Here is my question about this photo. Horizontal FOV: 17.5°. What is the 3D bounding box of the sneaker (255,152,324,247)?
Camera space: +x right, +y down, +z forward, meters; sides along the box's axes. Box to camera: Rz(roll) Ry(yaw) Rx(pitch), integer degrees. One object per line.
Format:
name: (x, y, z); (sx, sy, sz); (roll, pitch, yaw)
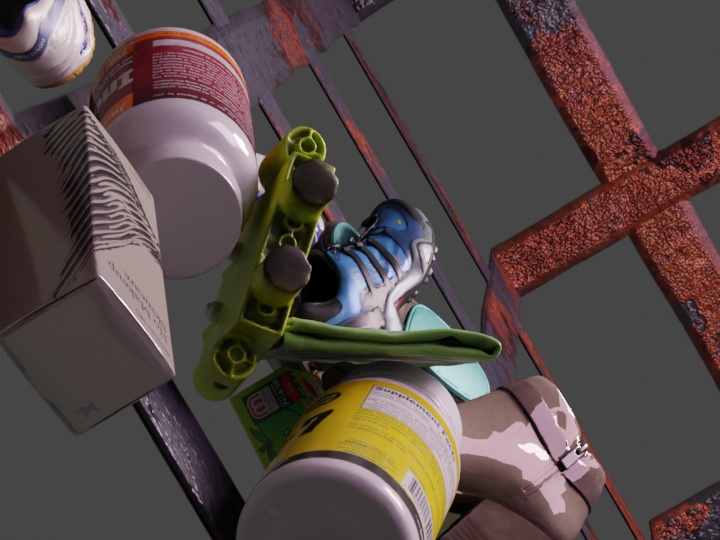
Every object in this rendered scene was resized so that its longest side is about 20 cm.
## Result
sneaker: (-0.115, -0.072, 1.747); (0.200, 0.080, 0.115); (50, 15, -18)

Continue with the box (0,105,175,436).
box: (-0.155, -0.004, 1.295); (0.082, 0.068, 0.200); (55, 10, -31)

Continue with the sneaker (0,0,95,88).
sneaker: (-0.233, -0.218, 1.521); (0.201, 0.075, 0.088); (63, 10, 22)

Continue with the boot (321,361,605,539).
boot: (0.078, 0.117, 1.629); (0.201, 0.146, 0.070); (58, -31, -6)

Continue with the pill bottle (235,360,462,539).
pill bottle: (0.000, 0.136, 1.465); (0.115, 0.114, 0.200); (59, 20, -9)

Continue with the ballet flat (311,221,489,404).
ballet flat: (0.019, 0.043, 1.866); (0.200, 0.068, 0.068); (49, 37, -13)

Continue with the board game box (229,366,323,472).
board game box: (-0.013, 0.168, 1.615); (0.201, 0.047, 0.102); (62, 10, 12)

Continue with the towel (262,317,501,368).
towel: (0.005, 0.046, 1.579); (0.200, 0.148, 0.031); (160, -67, -79)

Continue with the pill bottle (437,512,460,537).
pill bottle: (0.056, 0.169, 1.793); (0.113, 0.112, 0.200); (59, 9, -9)

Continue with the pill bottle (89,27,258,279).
pill bottle: (-0.125, -0.077, 1.552); (0.113, 0.112, 0.200); (56, 9, -25)

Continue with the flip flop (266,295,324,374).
flip flop: (-0.041, 0.052, 1.796); (0.081, 0.057, 0.200); (60, 9, 0)

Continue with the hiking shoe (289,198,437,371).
hiking shoe: (0.000, 0.000, 1.752); (0.087, 0.074, 0.201); (40, 35, -18)

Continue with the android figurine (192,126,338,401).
android figurine: (-0.065, -0.001, 1.538); (0.041, 0.183, 0.200); (21, -20, -11)
